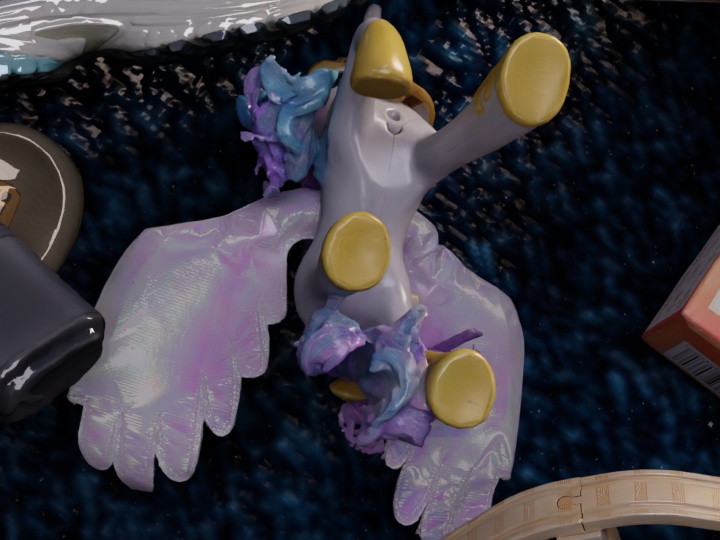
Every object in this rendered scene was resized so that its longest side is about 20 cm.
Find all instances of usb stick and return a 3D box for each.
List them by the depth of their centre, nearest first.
[{"bbox_3d":[-0.166,-0.021,0.861,0.055,0.033,0.200,-38,62,-21],"label":"usb stick"}]

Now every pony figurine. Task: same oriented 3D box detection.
[{"bbox_3d":[0.000,0.000,0.857,0.166,0.200,0.193,12,91,-13],"label":"pony figurine"}]

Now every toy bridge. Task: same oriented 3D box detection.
[{"bbox_3d":[0.081,0.099,0.855,0.200,0.067,0.027,-11,44,14],"label":"toy bridge"}]

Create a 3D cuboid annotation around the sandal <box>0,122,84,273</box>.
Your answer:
[{"bbox_3d":[-0.160,0.031,0.875,0.080,0.054,0.200,28,75,-2],"label":"sandal"}]

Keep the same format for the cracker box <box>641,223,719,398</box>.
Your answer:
[{"bbox_3d":[0.219,-0.016,0.946,0.134,0.058,0.200,38,75,-1],"label":"cracker box"}]

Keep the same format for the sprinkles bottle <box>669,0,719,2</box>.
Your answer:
[{"bbox_3d":[0.123,-0.130,0.900,0.200,0.068,0.068,5,74,28],"label":"sprinkles bottle"}]

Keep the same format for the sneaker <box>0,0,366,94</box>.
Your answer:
[{"bbox_3d":[-0.084,-0.116,0.896,0.200,0.078,0.086,-10,93,-9],"label":"sneaker"}]
